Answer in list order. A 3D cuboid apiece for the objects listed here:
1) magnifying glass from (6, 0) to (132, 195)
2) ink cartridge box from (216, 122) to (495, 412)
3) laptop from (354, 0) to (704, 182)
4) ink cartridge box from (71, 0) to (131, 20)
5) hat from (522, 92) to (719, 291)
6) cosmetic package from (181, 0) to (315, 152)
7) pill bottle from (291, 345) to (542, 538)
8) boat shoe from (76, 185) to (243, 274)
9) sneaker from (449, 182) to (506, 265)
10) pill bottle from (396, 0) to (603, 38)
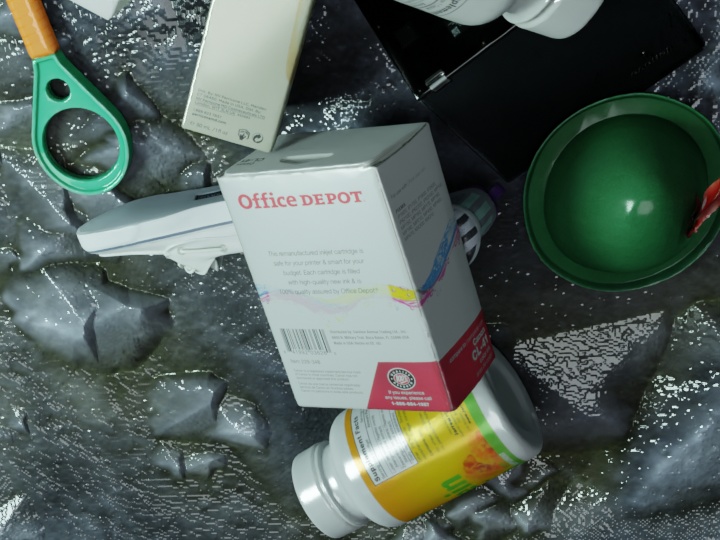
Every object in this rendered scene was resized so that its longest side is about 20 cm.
[{"bbox_3d":[-0.242,-0.152,0.973,0.079,0.022,0.200,-13,114,11],"label":"magnifying glass"},{"bbox_3d":[0.000,0.000,0.911,0.147,0.086,0.200,0,116,35],"label":"ink cartridge box"},{"bbox_3d":[0.119,-0.200,0.924,0.187,0.116,0.200,-35,80,19],"label":"laptop"},{"bbox_3d":[-0.227,-0.292,0.865,0.200,0.084,0.145,27,116,-9],"label":"ink cartridge box"},{"bbox_3d":[0.213,-0.028,0.898,0.165,0.176,0.200,-1,120,0],"label":"hat"},{"bbox_3d":[-0.068,-0.200,0.889,0.071,0.105,0.200,16,118,-6],"label":"cosmetic package"},{"bbox_3d":[0.044,0.150,1.050,0.200,0.111,0.111,-31,110,19],"label":"pill bottle"},{"bbox_3d":[-0.130,-0.028,0.996,0.200,0.074,0.065,-9,111,11],"label":"boat shoe"},{"bbox_3d":[0.033,-0.011,0.999,0.200,0.088,0.074,-22,103,42],"label":"sneaker"},{"bbox_3d":[0.058,-0.219,0.777,0.200,0.114,0.114,15,119,-24],"label":"pill bottle"}]
